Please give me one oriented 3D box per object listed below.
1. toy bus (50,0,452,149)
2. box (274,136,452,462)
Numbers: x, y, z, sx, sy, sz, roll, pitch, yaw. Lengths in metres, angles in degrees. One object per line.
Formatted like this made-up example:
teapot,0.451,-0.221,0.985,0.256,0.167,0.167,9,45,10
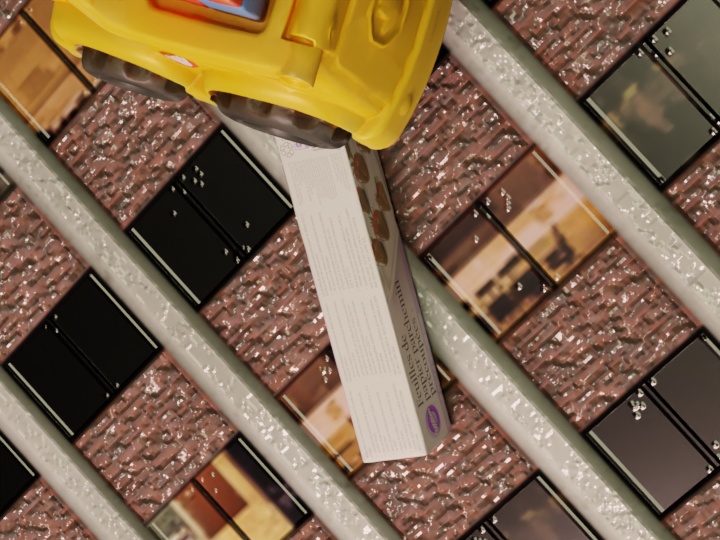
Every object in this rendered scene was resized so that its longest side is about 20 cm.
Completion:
toy bus,-0.077,-0.147,1.055,0.199,0.192,0.136,17,91,20
box,0.000,0.000,1.172,0.041,0.039,0.201,-10,102,27
